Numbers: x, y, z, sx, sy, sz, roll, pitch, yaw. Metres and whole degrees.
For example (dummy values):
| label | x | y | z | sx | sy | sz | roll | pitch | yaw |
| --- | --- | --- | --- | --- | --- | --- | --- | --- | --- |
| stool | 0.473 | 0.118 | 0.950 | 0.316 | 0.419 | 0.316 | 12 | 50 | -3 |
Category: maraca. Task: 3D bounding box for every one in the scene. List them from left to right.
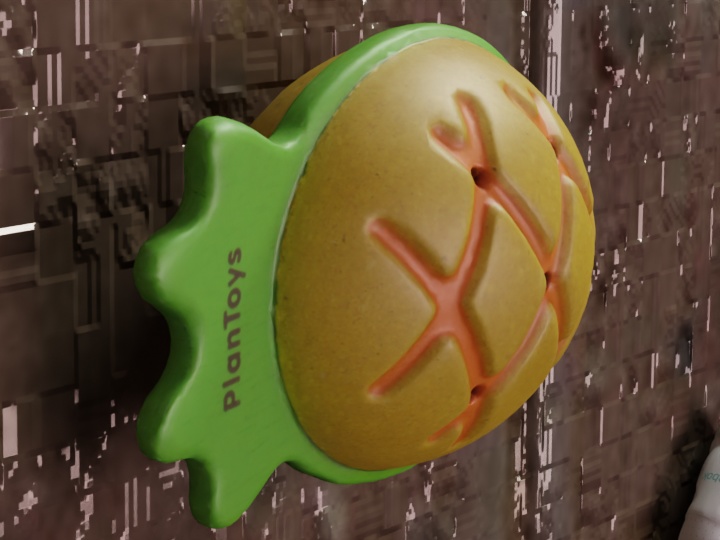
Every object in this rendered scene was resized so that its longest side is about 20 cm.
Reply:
| label | x | y | z | sx | sy | sz | roll | pitch | yaw |
| --- | --- | --- | --- | --- | --- | --- | --- | --- | --- |
| maraca | 0.000 | 0.000 | 0.685 | 0.200 | 0.107 | 0.137 | -22 | 114 | -53 |

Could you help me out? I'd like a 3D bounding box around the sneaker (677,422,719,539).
| label | x | y | z | sx | sy | sz | roll | pitch | yaw |
| --- | --- | --- | --- | --- | --- | --- | --- | --- | --- |
| sneaker | 0.187 | 0.150 | 1.042 | 0.080 | 0.070 | 0.200 | -53 | 131 | -24 |
